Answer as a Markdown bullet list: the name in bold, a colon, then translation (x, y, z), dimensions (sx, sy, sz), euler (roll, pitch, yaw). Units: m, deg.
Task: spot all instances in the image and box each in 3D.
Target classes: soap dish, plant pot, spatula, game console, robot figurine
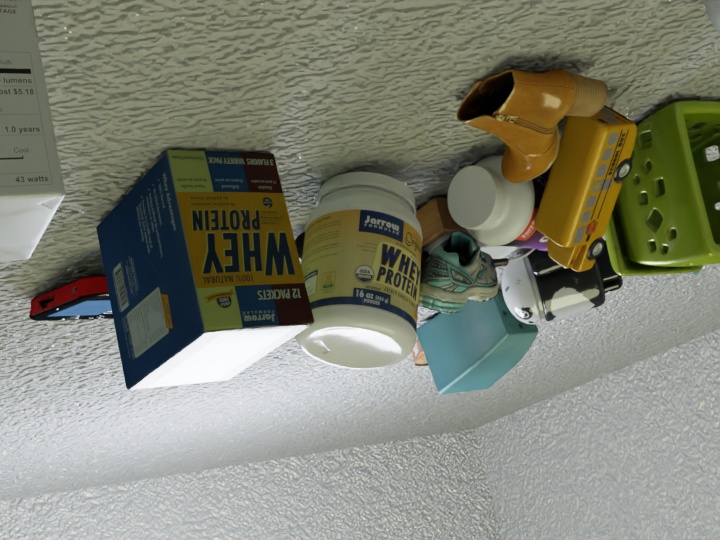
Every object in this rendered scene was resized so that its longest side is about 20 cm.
- **soap dish**: translation (0.114, -0.036, 1.572), dimensions (0.156, 0.082, 0.200), euler (-3, 160, -36)
- **plant pot**: translation (0.424, -0.095, 1.461), dimensions (0.198, 0.201, 0.181), euler (-3, 168, -36)
- **spatula**: translation (0.214, -0.021, 1.531), dimensions (0.198, 0.021, 0.057), euler (-13, 165, -11)
- **game console**: translation (-0.320, 0.041, 1.460), dimensions (0.176, 0.031, 0.199), euler (6, 165, -40)
- **robot figurine**: translation (0.336, 0.017, 1.868), dimensions (0.198, 0.152, 0.125), euler (-16, -156, 6)
- **plant pot**: translation (0.236, 0.127, 2.140), dimensions (0.140, 0.143, 0.200), euler (-1, 152, -39)

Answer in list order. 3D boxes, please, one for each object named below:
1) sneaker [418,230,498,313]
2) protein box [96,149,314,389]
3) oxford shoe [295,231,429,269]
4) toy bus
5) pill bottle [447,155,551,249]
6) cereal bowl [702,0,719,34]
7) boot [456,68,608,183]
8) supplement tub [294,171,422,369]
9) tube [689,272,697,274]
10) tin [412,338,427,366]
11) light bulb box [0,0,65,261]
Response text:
- **sneaker**: translation (0.133, -0.007, 1.402), dimensions (0.077, 0.087, 0.200), euler (19, -161, 18)
- **protein box**: translation (-0.176, 0.002, 1.222), dimensions (0.134, 0.201, 0.200), euler (-2, 160, -37)
- **oxford shoe**: translation (0.003, 0.002, 1.491), dimensions (0.198, 0.073, 0.085), euler (18, 143, 2)
- **toy bus**: translation (0.266, -0.096, 1.336), dimensions (0.078, 0.065, 0.202), euler (-12, 128, -38)
- **pill bottle**: translation (0.203, -0.086, 1.425), dimensions (0.199, 0.114, 0.112), euler (2, 157, -47)
- **cereal bowl**: translation (0.433, -0.269, 1.069), dimensions (0.198, 0.084, 0.200), euler (-13, 164, -4)
- **boot**: translation (0.164, -0.163, 1.236), dimensions (0.143, 0.072, 0.201), euler (1, 155, -27)
- **supplement tub**: translation (0.000, 0.000, 1.320), dimensions (0.143, 0.202, 0.145), euler (4, 153, 2)
- **tube**: translation (0.562, -0.021, 2.102), dimensions (0.198, 0.051, 0.077), euler (2, 154, -33)
- **tin**: translation (0.168, 0.160, 2.369), dimensions (0.111, 0.042, 0.200), euler (-16, 164, -11)
- **light bulb box**: translation (-0.310, -0.113, 0.711), dimensions (0.196, 0.202, 0.125), euler (-5, 163, -30)
